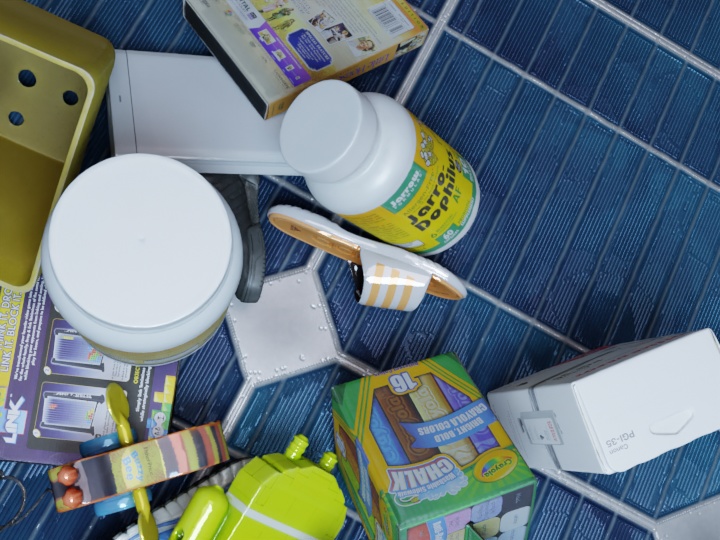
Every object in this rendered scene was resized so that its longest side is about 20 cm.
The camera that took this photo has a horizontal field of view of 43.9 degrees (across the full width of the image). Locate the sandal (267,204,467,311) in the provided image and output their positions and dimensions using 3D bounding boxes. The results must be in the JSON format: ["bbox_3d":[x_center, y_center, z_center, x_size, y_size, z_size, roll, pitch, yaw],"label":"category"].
[{"bbox_3d":[-0.001,0.002,0.863,0.207,0.079,0.059,22,77,1],"label":"sandal"}]

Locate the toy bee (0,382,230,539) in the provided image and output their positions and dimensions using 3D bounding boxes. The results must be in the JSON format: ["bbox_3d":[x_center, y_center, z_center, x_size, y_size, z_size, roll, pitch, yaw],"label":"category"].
[{"bbox_3d":[-0.199,0.170,0.709,0.200,0.109,0.131,-36,89,-16],"label":"toy bee"}]

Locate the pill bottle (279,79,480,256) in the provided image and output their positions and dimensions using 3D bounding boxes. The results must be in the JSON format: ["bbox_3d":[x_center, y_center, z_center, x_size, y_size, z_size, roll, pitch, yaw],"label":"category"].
[{"bbox_3d":[0.019,-0.092,0.809,0.113,0.200,0.113,-12,68,30],"label":"pill bottle"}]

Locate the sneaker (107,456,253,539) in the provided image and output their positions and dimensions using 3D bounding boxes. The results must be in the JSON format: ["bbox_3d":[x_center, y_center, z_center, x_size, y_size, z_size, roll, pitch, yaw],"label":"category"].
[{"bbox_3d":[-0.161,0.247,0.776,0.200,0.079,0.089,-30,85,-16],"label":"sneaker"}]

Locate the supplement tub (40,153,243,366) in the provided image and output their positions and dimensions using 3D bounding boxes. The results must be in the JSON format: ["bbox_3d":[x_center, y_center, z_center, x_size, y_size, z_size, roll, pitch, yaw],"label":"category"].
[{"bbox_3d":[-0.168,-0.003,0.699,0.145,0.200,0.145,2,79,-12],"label":"supplement tub"}]

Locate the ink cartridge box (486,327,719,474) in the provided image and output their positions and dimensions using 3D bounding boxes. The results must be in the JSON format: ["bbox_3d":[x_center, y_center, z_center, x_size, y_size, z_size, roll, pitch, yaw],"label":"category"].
[{"bbox_3d":[0.226,0.121,0.822,0.146,0.200,0.083,-19,84,-15],"label":"ink cartridge box"}]

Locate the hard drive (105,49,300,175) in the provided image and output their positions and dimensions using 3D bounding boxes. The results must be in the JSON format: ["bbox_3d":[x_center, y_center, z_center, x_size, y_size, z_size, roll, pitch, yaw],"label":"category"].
[{"bbox_3d":[-0.135,-0.149,0.845,0.200,0.027,0.132,0,57,-22],"label":"hard drive"}]

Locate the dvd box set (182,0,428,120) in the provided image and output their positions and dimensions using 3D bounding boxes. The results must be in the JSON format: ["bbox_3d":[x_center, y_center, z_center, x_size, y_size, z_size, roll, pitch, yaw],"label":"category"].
[{"bbox_3d":[-0.052,-0.246,0.886,0.200,0.029,0.146,-32,75,-25],"label":"dvd box set"}]

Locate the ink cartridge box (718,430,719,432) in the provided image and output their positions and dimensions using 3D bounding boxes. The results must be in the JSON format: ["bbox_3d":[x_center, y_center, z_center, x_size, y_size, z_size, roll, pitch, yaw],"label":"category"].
[{"bbox_3d":[0.469,0.113,0.939,0.200,0.084,0.145,-36,89,-16],"label":"ink cartridge box"}]

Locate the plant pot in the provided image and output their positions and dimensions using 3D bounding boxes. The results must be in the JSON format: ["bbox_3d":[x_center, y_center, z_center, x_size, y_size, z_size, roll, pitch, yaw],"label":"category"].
[{"bbox_3d":[-0.312,-0.137,0.741,0.200,0.176,0.200,23,116,-8],"label":"plant pot"}]

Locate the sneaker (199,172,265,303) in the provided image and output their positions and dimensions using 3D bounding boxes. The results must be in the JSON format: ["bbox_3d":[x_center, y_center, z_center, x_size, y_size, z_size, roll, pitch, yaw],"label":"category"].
[{"bbox_3d":[-0.148,-0.065,0.846,0.104,0.060,0.200,0,71,-17],"label":"sneaker"}]

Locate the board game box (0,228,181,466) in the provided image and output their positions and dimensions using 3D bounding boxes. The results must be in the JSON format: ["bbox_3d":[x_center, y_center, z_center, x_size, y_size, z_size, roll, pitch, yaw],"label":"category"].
[{"bbox_3d":[-0.244,0.076,0.801,0.165,0.057,0.200,9,78,-9],"label":"board game box"}]

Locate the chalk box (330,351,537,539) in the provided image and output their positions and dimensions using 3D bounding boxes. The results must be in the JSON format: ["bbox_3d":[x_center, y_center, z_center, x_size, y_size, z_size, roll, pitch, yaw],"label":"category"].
[{"bbox_3d":[0.066,0.191,0.765,0.124,0.125,0.200,-14,43,-15],"label":"chalk box"}]

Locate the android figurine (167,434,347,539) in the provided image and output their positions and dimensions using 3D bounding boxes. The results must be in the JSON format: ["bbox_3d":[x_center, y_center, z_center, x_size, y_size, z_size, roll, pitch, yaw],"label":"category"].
[{"bbox_3d":[-0.085,0.236,0.761,0.182,0.041,0.200,39,78,-45],"label":"android figurine"}]
